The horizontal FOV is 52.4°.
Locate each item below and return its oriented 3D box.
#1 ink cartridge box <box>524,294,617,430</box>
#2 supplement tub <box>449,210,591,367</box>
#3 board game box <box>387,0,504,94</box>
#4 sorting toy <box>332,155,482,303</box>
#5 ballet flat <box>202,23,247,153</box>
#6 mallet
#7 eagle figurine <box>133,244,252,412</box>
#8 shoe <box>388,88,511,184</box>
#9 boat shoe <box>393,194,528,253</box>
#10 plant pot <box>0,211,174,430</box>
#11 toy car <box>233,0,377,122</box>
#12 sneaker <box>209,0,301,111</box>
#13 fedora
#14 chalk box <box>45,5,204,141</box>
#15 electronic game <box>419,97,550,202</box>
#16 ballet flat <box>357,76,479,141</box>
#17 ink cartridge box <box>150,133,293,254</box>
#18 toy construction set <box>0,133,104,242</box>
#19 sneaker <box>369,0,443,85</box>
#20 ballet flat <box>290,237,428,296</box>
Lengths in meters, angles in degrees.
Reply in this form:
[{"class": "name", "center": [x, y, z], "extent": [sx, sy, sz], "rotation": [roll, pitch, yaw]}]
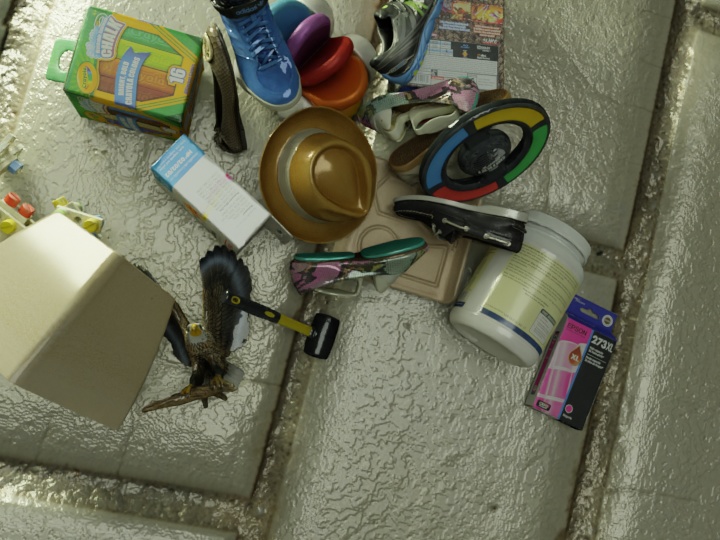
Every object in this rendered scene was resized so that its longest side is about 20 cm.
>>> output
[{"class": "ink cartridge box", "center": [0.342, 0.142, 1.160], "extent": [0.095, 0.037, 0.200], "rotation": [25, 80, -9]}, {"class": "supplement tub", "center": [0.240, 0.026, 1.089], "extent": [0.145, 0.145, 0.200], "rotation": [34, 80, -7]}, {"class": "board game box", "center": [0.128, -0.357, 1.116], "extent": [0.159, 0.097, 0.200], "rotation": [3, 86, -11]}, {"class": "sorting toy", "center": [0.071, -0.062, 1.120], "extent": [0.200, 0.036, 0.185], "rotation": [17, 83, -5]}, {"class": "ballet flat", "center": [-0.193, -0.243, 1.010], "extent": [0.046, 0.200, 0.067], "rotation": [-13, 51, -9]}, {"class": "mallet", "center": [-0.107, 0.060, 1.029], "extent": [0.200, 0.041, 0.066], "rotation": [36, 72, -37]}, {"class": "eagle figurine", "center": [-0.223, 0.080, 1.004], "extent": [0.152, 0.151, 0.200], "rotation": [4, 63, -39]}, {"class": "shoe", "center": [0.135, -0.195, 1.072], "extent": [0.200, 0.070, 0.053], "rotation": [-32, 128, 10]}, {"class": "boat shoe", "center": [0.138, -0.067, 1.052], "extent": [0.200, 0.074, 0.060], "rotation": [11, 88, 16]}, {"class": "plant pot", "center": [-0.356, 0.049, 0.905], "extent": [0.200, 0.200, 0.177], "rotation": [29, 76, 29]}, {"class": "toy car", "center": [-0.073, -0.304, 1.044], "extent": [0.200, 0.150, 0.175], "rotation": [43, 80, -6]}, {"class": "sneaker", "center": [-0.137, -0.305, 0.926], "extent": [0.077, 0.111, 0.200], "rotation": [-21, 77, -2]}, {"class": "fedora", "center": [-0.041, -0.127, 1.013], "extent": [0.200, 0.082, 0.201], "rotation": [-10, 109, -31]}, {"class": "chalk box", "center": [-0.326, -0.270, 1.004], "extent": [0.200, 0.124, 0.125], "rotation": [13, 83, -10]}, {"class": "electronic game", "center": [0.176, -0.165, 1.032], "extent": [0.200, 0.200, 0.042], "rotation": [-18, 61, -12]}, {"class": "ballet flat", "center": [0.076, -0.225, 1.058], "extent": [0.069, 0.200, 0.071], "rotation": [42, 50, -46]}, {"class": "ink cartridge box", "center": [-0.193, -0.087, 1.023], "extent": [0.200, 0.115, 0.068], "rotation": [43, 80, -6]}, {"class": "toy construction set", "center": [-0.450, -0.086, 0.983], "extent": [0.200, 0.092, 0.131], "rotation": [45, 104, 2]}, {"class": "sneaker", "center": [0.064, -0.362, 1.018], "extent": [0.083, 0.071, 0.200], "rotation": [18, 86, -15]}, {"class": "ballet flat", "center": [0.000, 0.000, 1.053], "extent": [0.200, 0.069, 0.071], "rotation": [-8, 105, -3]}]
